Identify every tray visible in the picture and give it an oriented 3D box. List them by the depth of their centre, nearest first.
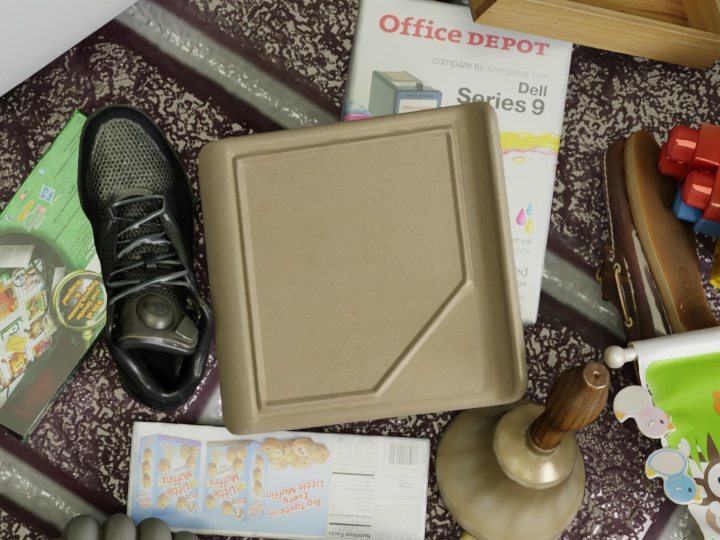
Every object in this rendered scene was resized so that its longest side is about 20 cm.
[{"bbox_3d":[0.148,-0.193,1.159,0.199,0.037,0.099,6,60,-35],"label":"tray"}]

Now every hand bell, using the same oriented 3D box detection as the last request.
[{"bbox_3d":[0.118,0.097,1.109,0.103,0.200,0.105,4,67,-10],"label":"hand bell"}]

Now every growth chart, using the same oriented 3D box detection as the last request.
[{"bbox_3d":[0.238,0.116,1.075,0.144,0.018,0.201,-16,65,-27],"label":"growth chart"}]

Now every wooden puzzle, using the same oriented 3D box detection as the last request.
[{"bbox_3d":[0.000,0.000,1.120,0.198,0.037,0.187,-8,83,14],"label":"wooden puzzle"}]

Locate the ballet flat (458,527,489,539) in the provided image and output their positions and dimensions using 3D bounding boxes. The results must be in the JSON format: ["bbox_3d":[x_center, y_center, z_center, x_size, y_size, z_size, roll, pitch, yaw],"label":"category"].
[{"bbox_3d":[0.009,0.235,1.182,0.199,0.069,0.063,-28,65,-8],"label":"ballet flat"}]

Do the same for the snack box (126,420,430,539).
[{"bbox_3d":[-0.055,0.142,1.198,0.198,0.024,0.073,4,87,-2],"label":"snack box"}]

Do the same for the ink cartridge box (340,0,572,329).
[{"bbox_3d":[0.055,-0.070,1.187,0.144,0.088,0.202,9,84,-1],"label":"ink cartridge box"}]

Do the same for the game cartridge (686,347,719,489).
[{"bbox_3d":[0.297,0.120,1.125,0.199,0.042,0.134,25,50,-4],"label":"game cartridge"}]

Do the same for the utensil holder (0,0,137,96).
[{"bbox_3d":[-0.245,-0.198,1.147,0.199,0.170,0.171,-36,88,-2],"label":"utensil holder"}]

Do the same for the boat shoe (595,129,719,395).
[{"bbox_3d":[0.190,0.011,1.195,0.070,0.070,0.202,-20,78,37],"label":"boat shoe"}]

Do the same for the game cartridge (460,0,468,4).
[{"bbox_3d":[0.087,-0.281,1.196,0.133,0.040,0.202,-16,86,-41],"label":"game cartridge"}]

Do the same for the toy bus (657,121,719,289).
[{"bbox_3d":[0.286,-0.051,1.131,0.190,0.200,0.137,18,73,-1],"label":"toy bus"}]

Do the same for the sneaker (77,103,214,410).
[{"bbox_3d":[-0.134,-0.009,1.143,0.075,0.114,0.202,-7,92,-12],"label":"sneaker"}]

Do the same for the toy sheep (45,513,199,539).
[{"bbox_3d":[-0.141,0.223,1.140,0.198,0.138,0.139,19,85,-15],"label":"toy sheep"}]

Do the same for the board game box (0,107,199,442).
[{"bbox_3d":[-0.207,0.003,1.204,0.104,0.023,0.201,36,86,2],"label":"board game box"}]
